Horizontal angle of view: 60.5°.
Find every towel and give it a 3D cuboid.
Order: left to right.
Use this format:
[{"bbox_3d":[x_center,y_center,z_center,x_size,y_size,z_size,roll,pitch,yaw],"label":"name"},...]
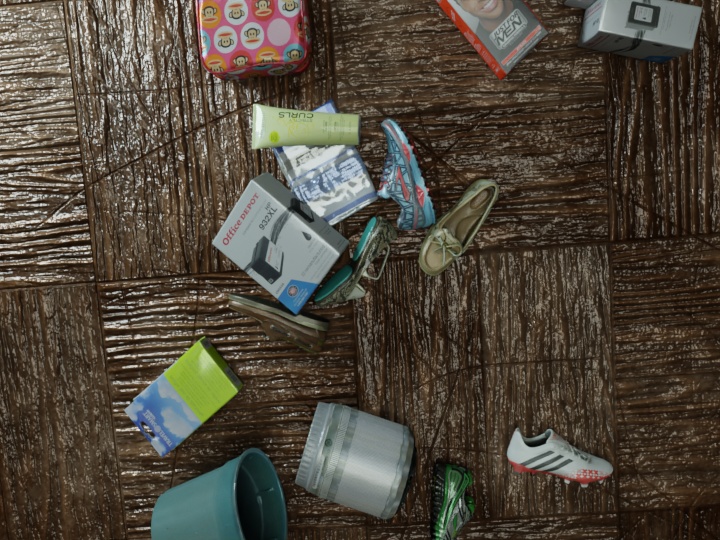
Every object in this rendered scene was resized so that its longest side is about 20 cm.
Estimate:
[{"bbox_3d":[-0.068,-0.185,1.124,0.144,0.024,0.205,-26,94,4],"label":"towel"}]

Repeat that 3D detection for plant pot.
[{"bbox_3d":[-0.261,0.454,1.126,0.191,0.200,0.206,-19,95,12],"label":"plant pot"}]

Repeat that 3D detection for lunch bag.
[{"bbox_3d":[-0.186,-0.433,1.072,0.193,0.082,0.183,-4,96,3],"label":"lunch bag"}]

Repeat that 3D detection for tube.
[{"bbox_3d":[-0.096,-0.249,1.087,0.193,0.059,0.053,4,140,5],"label":"tube"}]

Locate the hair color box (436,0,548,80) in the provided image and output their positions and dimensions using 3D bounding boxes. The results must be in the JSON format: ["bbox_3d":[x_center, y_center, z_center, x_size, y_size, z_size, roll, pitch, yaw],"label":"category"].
[{"bbox_3d":[0.220,-0.445,1.064,0.101,0.061,0.201,-41,92,7],"label":"hair color box"}]

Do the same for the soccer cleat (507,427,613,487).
[{"bbox_3d":[0.370,0.340,1.143,0.193,0.069,0.088,6,101,6],"label":"soccer cleat"}]

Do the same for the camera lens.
[{"bbox_3d":[-0.005,0.339,1.110,0.194,0.160,0.165,18,97,0],"label":"camera lens"}]

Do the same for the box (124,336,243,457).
[{"bbox_3d":[-0.333,0.239,1.169,0.199,0.048,0.123,-40,93,6],"label":"box"}]

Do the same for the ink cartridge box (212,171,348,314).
[{"bbox_3d":[-0.141,-0.050,1.098,0.198,0.084,0.146,39,110,-2],"label":"ink cartridge box"}]

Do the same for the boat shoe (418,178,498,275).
[{"bbox_3d":[0.173,-0.078,1.105,0.072,0.063,0.203,34,97,-2],"label":"boat shoe"}]

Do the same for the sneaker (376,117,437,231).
[{"bbox_3d":[0.066,-0.166,1.093,0.093,0.079,0.206,-21,95,7],"label":"sneaker"}]

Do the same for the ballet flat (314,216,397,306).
[{"bbox_3d":[0.000,0.000,1.125,0.075,0.068,0.202,35,95,-18],"label":"ballet flat"}]

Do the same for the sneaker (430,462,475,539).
[{"bbox_3d":[0.174,0.469,1.158,0.082,0.078,0.208,3,96,1],"label":"sneaker"}]

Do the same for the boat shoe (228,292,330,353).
[{"bbox_3d":[-0.156,0.098,1.134,0.194,0.072,0.070,18,96,0],"label":"boat shoe"}]

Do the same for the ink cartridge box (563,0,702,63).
[{"bbox_3d":[0.441,-0.409,1.032,0.193,0.116,0.069,12,98,2],"label":"ink cartridge box"}]
